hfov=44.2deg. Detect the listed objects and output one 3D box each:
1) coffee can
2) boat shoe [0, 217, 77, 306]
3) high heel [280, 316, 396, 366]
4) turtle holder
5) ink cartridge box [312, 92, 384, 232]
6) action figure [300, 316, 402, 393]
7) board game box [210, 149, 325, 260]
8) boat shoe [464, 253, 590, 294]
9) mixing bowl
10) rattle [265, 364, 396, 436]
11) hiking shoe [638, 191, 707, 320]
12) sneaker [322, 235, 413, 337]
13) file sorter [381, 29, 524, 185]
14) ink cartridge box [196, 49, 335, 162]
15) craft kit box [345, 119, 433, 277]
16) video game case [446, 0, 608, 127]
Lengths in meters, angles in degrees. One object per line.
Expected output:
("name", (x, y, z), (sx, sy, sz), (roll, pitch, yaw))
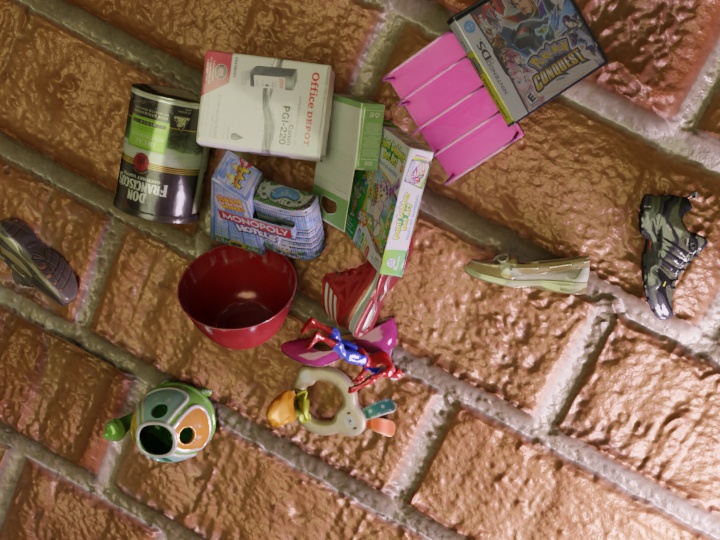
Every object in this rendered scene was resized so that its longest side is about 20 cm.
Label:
("coffee can", (-0.325, -0.196, 1.482), (0.145, 0.146, 0.202), (15, 105, 9))
("boat shoe", (-0.600, -0.007, 1.632), (0.200, 0.074, 0.073), (47, 118, 8))
("high heel", (-0.037, 0.113, 1.529), (0.197, 0.068, 0.097), (4, 114, -4))
("turtle holder", (-0.360, 0.272, 1.603), (0.184, 0.132, 0.142), (25, 107, 6))
("ink cartridge box", (-0.024, -0.176, 1.424), (0.047, 0.145, 0.203), (-1, 107, -27))
("action figure", (-0.022, 0.158, 1.469), (0.199, 0.065, 0.099), (25, 114, -29))
("board game box", (-0.165, -0.099, 1.440), (0.198, 0.201, 0.062), (17, 63, 14))
("boat shoe", (0.269, -0.004, 1.435), (0.198, 0.073, 0.064), (8, 97, 8))
("mixing bowl", (-0.202, 0.059, 1.508), (0.198, 0.201, 0.109), (8, 137, 10))
("rattle", (-0.042, 0.247, 1.528), (0.199, 0.143, 0.131), (28, 89, 11))
("hiking shoe", (0.488, -0.021, 1.378), (0.099, 0.076, 0.203), (-4, 101, 17))
("sneaker", (0.000, 0.000, 1.492), (0.115, 0.078, 0.201), (28, 86, 26))
("file sorter", (0.141, -0.253, 1.376), (0.138, 0.125, 0.201), (-32, 95, 18))
("ink cartridge box", (-0.146, -0.255, 1.384), (0.197, 0.085, 0.148), (7, 94, -1))
("craft kit box", (0.039, -0.120, 1.391), (0.048, 0.200, 0.200), (9, 108, -22))
("video game case", (0.253, -0.342, 1.329), (0.199, 0.025, 0.182), (-34, 95, -17))
